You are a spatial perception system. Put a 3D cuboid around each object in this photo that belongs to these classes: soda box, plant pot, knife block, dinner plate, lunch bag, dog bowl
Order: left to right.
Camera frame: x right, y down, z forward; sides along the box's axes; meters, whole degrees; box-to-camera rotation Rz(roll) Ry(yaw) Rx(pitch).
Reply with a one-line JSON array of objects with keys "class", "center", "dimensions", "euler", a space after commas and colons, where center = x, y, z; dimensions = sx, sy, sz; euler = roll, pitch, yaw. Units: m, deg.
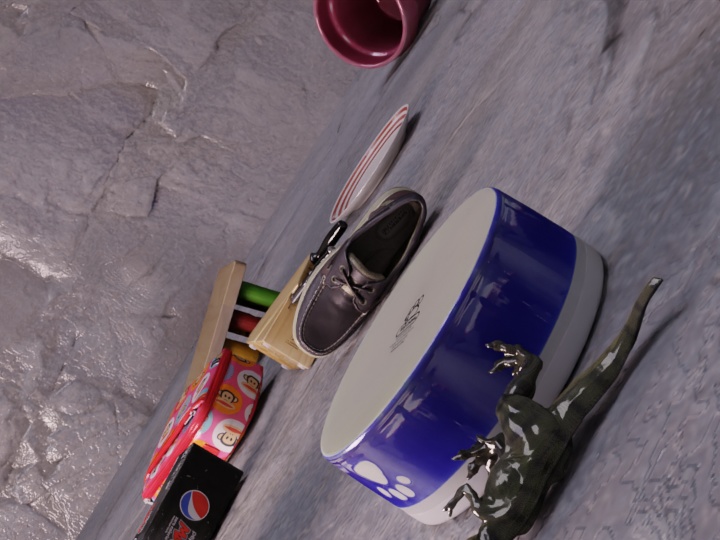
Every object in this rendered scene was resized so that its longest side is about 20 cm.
[{"class": "soda box", "center": [-0.204, 0.290, 1.544], "dimensions": [0.063, 0.071, 0.200], "euler": [-42, 18, 57]}, {"class": "lunch bag", "center": [-0.200, 0.213, 1.800], "dimensions": [0.200, 0.082, 0.176], "euler": [-53, 13, 36]}, {"class": "knife block", "center": [-0.050, 0.026, 1.658], "dimensions": [0.176, 0.064, 0.200], "euler": [-58, 8, -10]}, {"class": "dinner plate", "center": [0.019, -0.147, 2.023], "dimensions": [0.200, 0.024, 0.200], "euler": [-57, 8, 13]}, {"class": "plant pot", "center": [0.039, -0.502, 2.695], "dimensions": [0.179, 0.200, 0.200], "euler": [-43, -5, -48]}, {"class": "dog bowl", "center": [0.060, 0.051, 0.884], "dimensions": [0.200, 0.079, 0.200], "euler": [-55, 9, 13]}]

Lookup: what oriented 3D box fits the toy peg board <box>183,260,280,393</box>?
[{"class": "toy peg board", "center": [-0.178, 0.100, 2.103], "dimensions": [0.200, 0.098, 0.199], "euler": [160, 126, -77]}]

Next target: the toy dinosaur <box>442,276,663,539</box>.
[{"class": "toy dinosaur", "center": [0.085, 0.083, 0.742], "dimensions": [0.200, 0.047, 0.088], "euler": [-57, 23, 0]}]

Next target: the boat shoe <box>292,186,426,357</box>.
[{"class": "boat shoe", "center": [0.000, 0.000, 1.445], "dimensions": [0.200, 0.072, 0.065], "euler": [-52, 3, -3]}]
